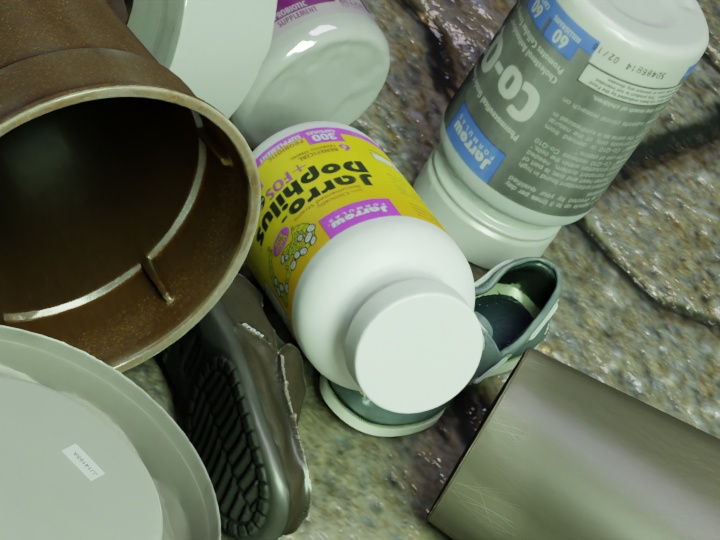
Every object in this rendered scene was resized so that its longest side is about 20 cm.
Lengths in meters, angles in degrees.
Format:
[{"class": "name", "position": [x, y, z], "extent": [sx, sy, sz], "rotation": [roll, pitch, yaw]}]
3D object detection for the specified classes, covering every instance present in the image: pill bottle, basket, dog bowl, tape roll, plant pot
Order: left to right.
[{"class": "dog bowl", "position": [-0.170, 0.117, 1.362], "extent": [0.200, 0.059, 0.200], "rotation": [22, 37, -17]}, {"class": "plant pot", "position": [-0.184, -0.072, 1.480], "extent": [0.200, 0.200, 0.198], "rotation": [4, 36, -35]}, {"class": "tape roll", "position": [-0.137, -0.172, 1.615], "extent": [0.071, 0.203, 0.203], "rotation": [-6, 51, -42]}, {"class": "pill bottle", "position": [-0.074, -0.179, 1.748], "extent": [0.112, 0.112, 0.200], "rotation": [-4, 49, -41]}, {"class": "pill bottle", "position": [0.000, 0.000, 1.553], "extent": [0.104, 0.104, 0.200], "rotation": [13, 21, -27]}, {"class": "pill bottle", "position": [0.120, -0.100, 1.730], "extent": [0.114, 0.200, 0.114], "rotation": [22, 35, -17]}, {"class": "basket", "position": [0.149, 0.141, 1.527], "extent": [0.200, 0.136, 0.180], "rotation": [30, 31, 2]}]

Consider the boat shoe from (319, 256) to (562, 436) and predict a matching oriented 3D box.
[{"class": "boat shoe", "position": [0.051, 0.038, 1.628], "extent": [0.073, 0.062, 0.200], "rotation": [47, 38, 16]}]

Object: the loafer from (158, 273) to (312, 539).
[{"class": "loafer", "position": [-0.056, 0.065, 1.500], "extent": [0.071, 0.073, 0.200], "rotation": [8, 42, -29]}]
